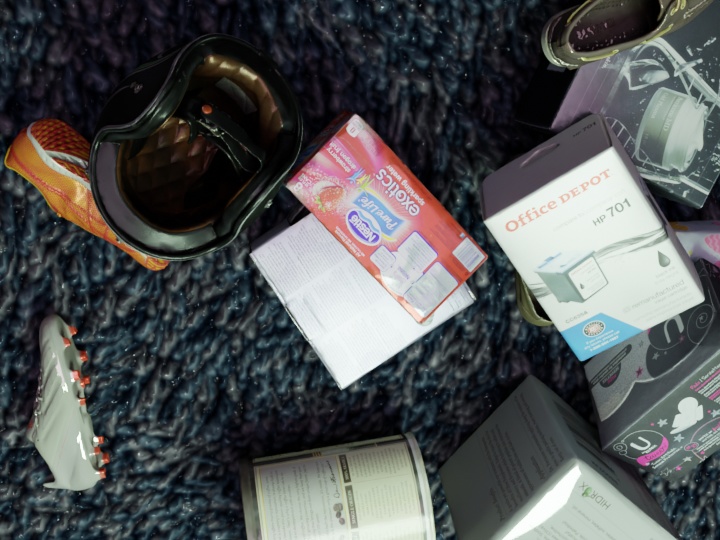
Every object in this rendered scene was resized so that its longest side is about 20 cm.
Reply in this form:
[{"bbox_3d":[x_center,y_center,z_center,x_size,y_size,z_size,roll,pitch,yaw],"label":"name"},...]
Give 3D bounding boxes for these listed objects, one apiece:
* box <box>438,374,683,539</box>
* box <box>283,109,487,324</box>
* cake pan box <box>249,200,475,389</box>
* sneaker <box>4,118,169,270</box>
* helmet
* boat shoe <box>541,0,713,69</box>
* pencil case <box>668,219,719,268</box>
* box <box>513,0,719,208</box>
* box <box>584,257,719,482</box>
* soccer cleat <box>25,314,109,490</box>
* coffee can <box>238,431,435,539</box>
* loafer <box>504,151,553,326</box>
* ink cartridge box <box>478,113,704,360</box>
[{"bbox_3d":[0.220,0.270,1.072,0.199,0.199,0.172,40,102,-16],"label":"box"},{"bbox_3d":[0.021,-0.056,0.971,0.100,0.096,0.200,-45,104,2],"label":"box"},{"bbox_3d":[0.000,0.000,1.056,0.183,0.052,0.201,-35,106,-1],"label":"cake pan box"},{"bbox_3d":[-0.274,-0.073,0.995,0.077,0.073,0.200,-27,118,36],"label":"sneaker"},{"bbox_3d":[-0.166,-0.113,0.928,0.200,0.201,0.190,44,134,-16],"label":"helmet"},{"bbox_3d":[0.268,-0.250,0.906,0.198,0.060,0.073,-25,104,-1],"label":"boat shoe"},{"bbox_3d":[0.338,-0.009,1.089,0.196,0.083,0.092,-2,118,-9],"label":"pencil case"},{"bbox_3d":[0.302,-0.203,1.016,0.194,0.124,0.202,23,99,-15],"label":"box"},{"bbox_3d":[0.356,0.111,1.055,0.114,0.133,0.200,26,126,-21],"label":"box"},{"bbox_3d":[-0.327,0.147,1.034,0.076,0.069,0.203,-8,108,-3],"label":"soccer cleat"},{"bbox_3d":[-0.028,0.268,1.065,0.197,0.146,0.149,-8,105,-7],"label":"coffee can"},{"bbox_3d":[0.203,-0.031,1.069,0.075,0.067,0.203,-14,105,-5],"label":"loafer"},{"bbox_3d":[0.231,-0.030,0.968,0.145,0.086,0.201,-30,116,21],"label":"ink cartridge box"}]
